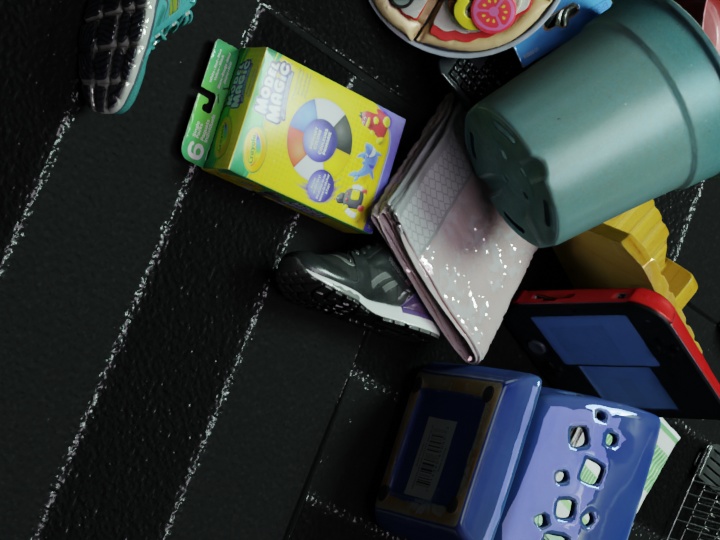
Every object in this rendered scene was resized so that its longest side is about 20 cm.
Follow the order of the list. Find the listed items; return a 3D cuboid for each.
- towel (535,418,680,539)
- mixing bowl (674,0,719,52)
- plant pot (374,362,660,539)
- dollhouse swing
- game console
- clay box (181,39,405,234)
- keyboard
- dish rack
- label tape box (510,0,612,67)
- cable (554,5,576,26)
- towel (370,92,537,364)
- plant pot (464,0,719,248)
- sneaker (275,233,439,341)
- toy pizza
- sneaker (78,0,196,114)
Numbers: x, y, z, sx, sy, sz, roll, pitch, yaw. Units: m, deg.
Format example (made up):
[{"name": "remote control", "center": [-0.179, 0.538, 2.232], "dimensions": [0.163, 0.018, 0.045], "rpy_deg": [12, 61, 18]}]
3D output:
[{"name": "towel", "center": [0.262, 0.223, 1.799], "dimensions": [0.153, 0.023, 0.200], "rpy_deg": [45, 67, -34]}, {"name": "mixing bowl", "center": [0.391, -0.249, 1.797], "dimensions": [0.200, 0.108, 0.201], "rpy_deg": [-5, 99, -38]}, {"name": "plant pot", "center": [0.136, 0.195, 1.587], "dimensions": [0.180, 0.200, 0.200], "rpy_deg": [25, 79, -31]}, {"name": "dollhouse swing", "center": [0.298, -0.022, 1.704], "dimensions": [0.182, 0.176, 0.200], "rpy_deg": [-46, 120, -26]}, {"name": "game console", "center": [0.251, 0.087, 1.662], "dimensions": [0.031, 0.200, 0.177], "rpy_deg": [-53, 123, -32]}, {"name": "clay box", "center": [-0.058, -0.118, 1.485], "dimensions": [0.200, 0.048, 0.115], "rpy_deg": [23, 80, -40]}, {"name": "keyboard", "center": [0.155, -0.226, 1.627], "dimensions": [0.104, 0.040, 0.200], "rpy_deg": [49, 56, -23]}, {"name": "dish rack", "center": [0.412, 0.305, 1.910], "dimensions": [0.153, 0.054, 0.200], "rpy_deg": [39, 70, -36]}, {"name": "label tape box", "center": [0.143, -0.307, 1.601], "dimensions": [0.144, 0.063, 0.200], "rpy_deg": [-32, 105, -32]}, {"name": "cable", "center": [0.215, -0.177, 1.673], "dimensions": [0.050, 0.097, 0.201], "rpy_deg": [20, 84, -65]}, {"name": "towel", "center": [0.101, -0.044, 1.596], "dimensions": [0.191, 0.032, 0.200], "rpy_deg": [57, 44, -27]}, {"name": "plant pot", "center": [0.216, -0.129, 1.549], "dimensions": [0.196, 0.200, 0.201], "rpy_deg": [-30, 114, -16]}, {"name": "sneaker", "center": [0.000, 0.000, 1.540], "dimensions": [0.200, 0.076, 0.088], "rpy_deg": [24, 71, -46]}, {"name": "toy pizza", "center": [0.094, -0.291, 1.520], "dimensions": [0.200, 0.032, 0.201], "rpy_deg": [1, 107, 5]}, {"name": "sneaker", "center": [-0.168, -0.217, 1.370], "dimensions": [0.080, 0.077, 0.200], "rpy_deg": [28, 77, -47]}]
